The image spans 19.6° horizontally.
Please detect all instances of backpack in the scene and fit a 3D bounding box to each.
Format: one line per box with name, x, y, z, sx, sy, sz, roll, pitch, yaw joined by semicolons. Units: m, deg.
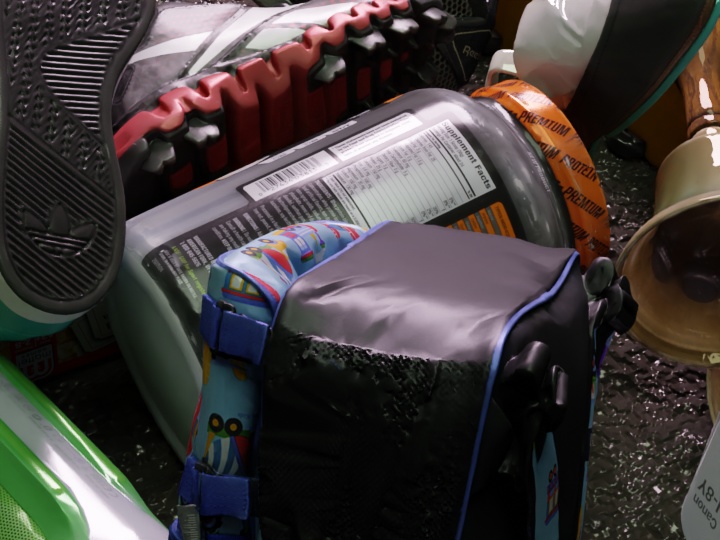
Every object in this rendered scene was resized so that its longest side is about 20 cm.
backpack;0.011;0.093;0.746;0.133;0.202;0.183;11;14;14

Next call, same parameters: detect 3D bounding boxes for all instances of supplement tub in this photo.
supplement tub;0.000;0.000;0.891;0.199;0.123;0.123;-25;50;-20

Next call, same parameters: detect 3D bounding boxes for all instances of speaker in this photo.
speaker;-0.143;0.095;0.824;0.088;0.089;0.200;-30;53;-29

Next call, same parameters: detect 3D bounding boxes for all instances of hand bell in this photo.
hand bell;0.156;-0.065;0.942;0.103;0.105;0.201;1;46;-1

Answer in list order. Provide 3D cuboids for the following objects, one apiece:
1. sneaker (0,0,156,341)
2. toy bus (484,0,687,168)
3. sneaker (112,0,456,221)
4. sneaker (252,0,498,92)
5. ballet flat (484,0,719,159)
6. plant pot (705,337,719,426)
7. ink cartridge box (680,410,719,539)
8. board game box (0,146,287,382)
sneaker;-0.140;-0.057;0.875;0.083;0.121;0.202;16;63;-26
toy bus;0.133;-0.120;1.065;0.078;0.065;0.200;-30;53;-28
sneaker;-0.050;-0.093;0.960;0.199;0.071;0.098;-28;54;-26
sneaker;-0.007;-0.171;1.059;0.199;0.115;0.076;40;11;22
ballet flat;0.094;-0.085;0.939;0.068;0.200;0.068;21;61;-7
plant pot;0.248;0.067;0.907;0.198;0.028;0.201;0;44;0
ink cartridge box;0.238;0.098;0.746;0.198;0.084;0.145;0;32;-26
board game box;-0.103;-0.039;0.988;0.198;0.047;0.152;-19;48;-20
